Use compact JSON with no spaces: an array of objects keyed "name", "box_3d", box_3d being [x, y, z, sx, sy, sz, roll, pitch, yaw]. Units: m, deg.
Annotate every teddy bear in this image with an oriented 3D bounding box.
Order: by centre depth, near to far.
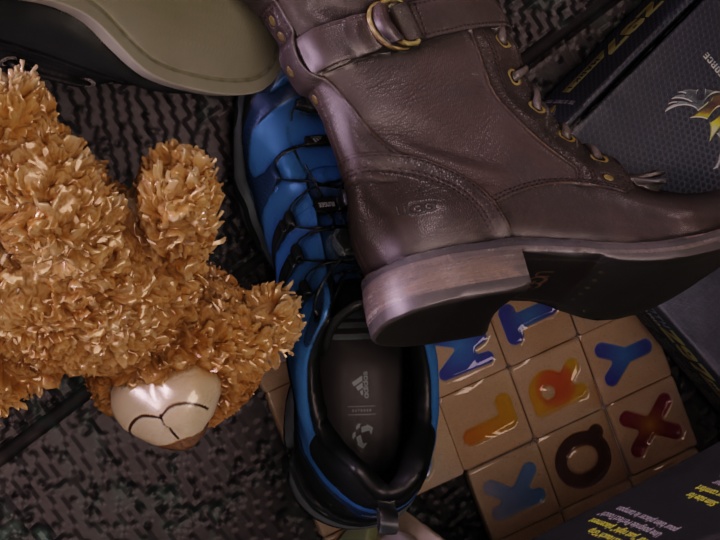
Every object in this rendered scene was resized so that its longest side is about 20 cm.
[{"name":"teddy bear","box_3d":[-0.103,0.006,0.923,0.145,0.067,0.200,-29,135,-4]}]

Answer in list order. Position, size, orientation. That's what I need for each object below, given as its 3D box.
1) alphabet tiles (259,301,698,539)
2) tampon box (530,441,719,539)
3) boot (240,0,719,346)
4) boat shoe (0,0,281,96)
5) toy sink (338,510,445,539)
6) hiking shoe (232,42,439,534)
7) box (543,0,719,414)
[{"name":"alphabet tiles","box_3d":[0.046,0.047,1.096,0.167,0.008,0.200,-24,104,-13]},{"name":"tampon box","box_3d":[0.114,0.156,0.915,0.200,0.150,0.126,-26,102,-14]},{"name":"boot","box_3d":[0.056,-0.068,1.001,0.200,0.069,0.174,-7,71,-30]},{"name":"boat shoe","box_3d":[-0.115,-0.104,0.967,0.199,0.066,0.075,9,75,-45]},{"name":"toy sink","box_3d":[0.029,0.169,1.036,0.200,0.130,0.112,35,86,-17]},{"name":"hiking shoe","box_3d":[0.000,0.000,1.020,0.074,0.087,0.200,-10,87,-14]},{"name":"box","box_3d":[0.177,-0.031,1.101,0.158,0.051,0.200,-44,107,-9]}]
